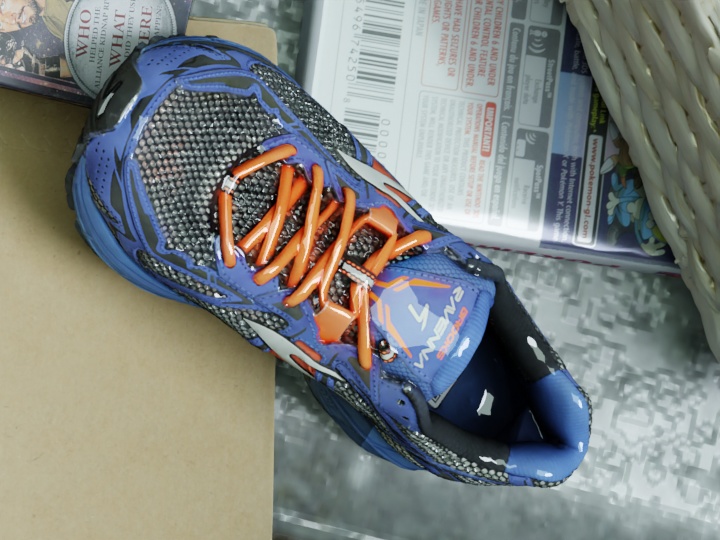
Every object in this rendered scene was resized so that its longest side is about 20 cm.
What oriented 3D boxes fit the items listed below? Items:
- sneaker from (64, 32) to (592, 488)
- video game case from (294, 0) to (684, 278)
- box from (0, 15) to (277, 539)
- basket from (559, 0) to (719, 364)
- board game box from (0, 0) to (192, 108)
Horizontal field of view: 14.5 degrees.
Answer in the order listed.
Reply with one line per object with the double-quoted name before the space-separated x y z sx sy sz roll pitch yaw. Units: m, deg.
"sneaker" 0.000 0.000 0.779 0.200 0.078 0.076 36 80 -41
"video game case" 0.075 -0.102 0.876 0.181 0.023 0.201 8 83 -12
"box" -0.107 0.006 0.781 0.199 0.021 0.164 1 89 -40
"basket" 0.143 -0.065 0.808 0.123 0.136 0.201 -25 90 -11
"board game box" -0.093 -0.150 0.740 0.135 0.035 0.201 11 91 -38
